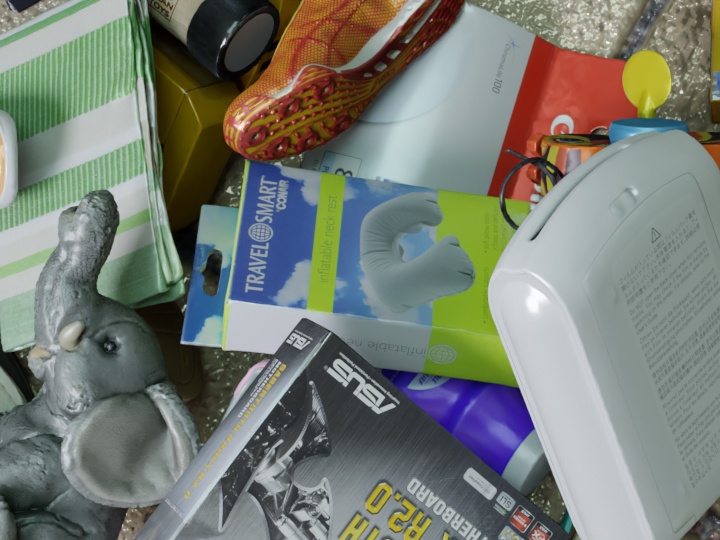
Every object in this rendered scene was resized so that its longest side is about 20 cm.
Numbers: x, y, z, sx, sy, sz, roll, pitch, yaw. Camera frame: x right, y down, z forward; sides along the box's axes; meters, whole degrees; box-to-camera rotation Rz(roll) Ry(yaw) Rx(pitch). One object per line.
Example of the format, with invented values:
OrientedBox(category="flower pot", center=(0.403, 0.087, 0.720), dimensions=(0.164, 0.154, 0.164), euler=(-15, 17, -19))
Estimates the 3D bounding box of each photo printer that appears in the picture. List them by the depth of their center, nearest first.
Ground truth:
OrientedBox(category="photo printer", center=(0.155, 0.034, 1.070), dimensions=(0.069, 0.201, 0.166), euler=(2, 34, 47))

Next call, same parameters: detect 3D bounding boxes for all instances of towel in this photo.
OrientedBox(category="towel", center=(-0.176, -0.065, 1.185), dimensions=(0.152, 0.023, 0.202), euler=(-17, 76, 35))

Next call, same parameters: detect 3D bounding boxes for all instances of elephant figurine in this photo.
OrientedBox(category="elephant figurine", center=(-0.156, 0.085, 1.106), dimensions=(0.200, 0.155, 0.142), euler=(-45, 66, -1))

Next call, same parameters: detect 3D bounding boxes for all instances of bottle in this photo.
OrientedBox(category="bottle", center=(0.033, 0.060, 1.172), dimensions=(0.199, 0.065, 0.084), euler=(38, 69, 20))

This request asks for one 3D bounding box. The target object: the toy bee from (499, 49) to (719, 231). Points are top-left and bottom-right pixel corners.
OrientedBox(category="toy bee", center=(0.153, -0.070, 1.166), dimensions=(0.109, 0.198, 0.132), euler=(25, 96, 61))

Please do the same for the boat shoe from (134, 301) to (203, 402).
OrientedBox(category="boat shoe", center=(-0.174, 0.020, 1.233), dimensions=(0.069, 0.073, 0.201), euler=(-46, 65, 20))

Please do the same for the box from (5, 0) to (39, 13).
OrientedBox(category="box", center=(-0.199, -0.301, 1.270), dimensions=(0.199, 0.197, 0.125), euler=(-30, 68, 1))

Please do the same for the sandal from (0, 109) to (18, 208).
OrientedBox(category="sandal", center=(-0.270, -0.074, 1.217), dimensions=(0.059, 0.206, 0.080), euler=(-1, 91, -28))

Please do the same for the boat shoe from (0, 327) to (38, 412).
OrientedBox(category="boat shoe", center=(-0.265, 0.050, 1.240), dimensions=(0.071, 0.061, 0.202), euler=(-35, 62, -1))

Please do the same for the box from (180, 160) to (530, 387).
OrientedBox(category="box", center=(0.000, 0.000, 1.135), dimensions=(0.198, 0.048, 0.123), euler=(8, 45, -3))

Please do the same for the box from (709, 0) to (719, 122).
OrientedBox(category="box", center=(0.318, -0.152, 1.200), dimensions=(0.198, 0.042, 0.120), euler=(0, 72, 14))

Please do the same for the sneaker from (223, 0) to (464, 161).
OrientedBox(category="sneaker", center=(-0.018, -0.138, 1.190), dimensions=(0.077, 0.073, 0.200), euler=(36, 60, 21))

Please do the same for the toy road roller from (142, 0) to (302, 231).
OrientedBox(category="toy road roller", center=(-0.106, -0.137, 1.255), dimensions=(0.123, 0.146, 0.201), euler=(40, 120, 20))

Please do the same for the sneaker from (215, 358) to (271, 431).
OrientedBox(category="sneaker", center=(-0.077, 0.143, 1.095), dimensions=(0.069, 0.082, 0.202), euler=(15, 75, 17))

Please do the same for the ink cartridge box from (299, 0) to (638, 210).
OrientedBox(category="ink cartridge box", center=(0.071, -0.086, 1.224), dimensions=(0.198, 0.047, 0.162), euler=(14, 76, 17))

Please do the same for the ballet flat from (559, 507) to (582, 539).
OrientedBox(category="ballet flat", center=(0.114, 0.221, 1.108), dimensions=(0.070, 0.071, 0.201), euler=(23, 78, 18))

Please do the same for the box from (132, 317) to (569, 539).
OrientedBox(category="box", center=(-0.003, 0.149, 1.065), dimensions=(0.200, 0.048, 0.159), euler=(42, 81, -23))
